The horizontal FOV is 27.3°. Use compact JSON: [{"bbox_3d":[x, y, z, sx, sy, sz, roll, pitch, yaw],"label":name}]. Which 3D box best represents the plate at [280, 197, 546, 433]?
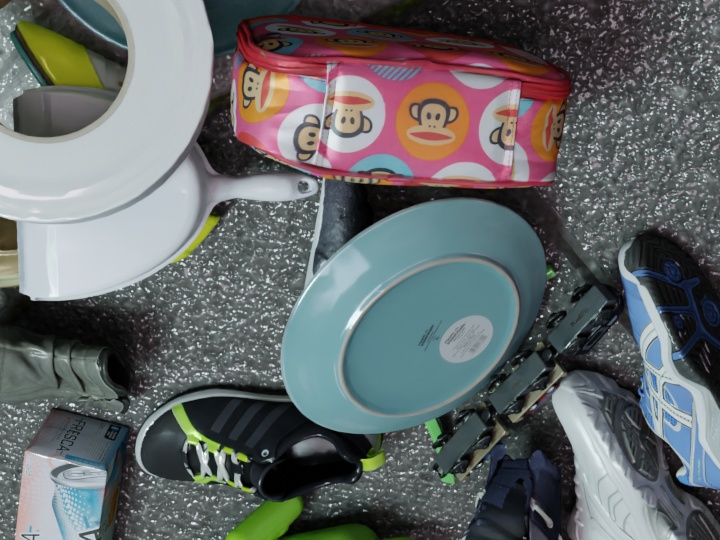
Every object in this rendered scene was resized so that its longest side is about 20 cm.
[{"bbox_3d":[0.043,0.040,0.995,0.200,0.026,0.200,-16,131,-19],"label":"plate"}]

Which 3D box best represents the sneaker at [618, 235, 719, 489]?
[{"bbox_3d":[0.220,0.071,1.029,0.077,0.076,0.200,-17,102,45],"label":"sneaker"}]

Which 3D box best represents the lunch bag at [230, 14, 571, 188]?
[{"bbox_3d":[0.019,-0.107,0.916,0.200,0.176,0.082,5,105,-10],"label":"lunch bag"}]

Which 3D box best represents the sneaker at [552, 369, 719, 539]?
[{"bbox_3d":[0.182,0.166,1.086,0.099,0.078,0.200,-23,104,36],"label":"sneaker"}]

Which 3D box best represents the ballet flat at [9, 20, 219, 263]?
[{"bbox_3d":[-0.161,-0.096,1.016,0.067,0.067,0.200,-30,113,-1],"label":"ballet flat"}]

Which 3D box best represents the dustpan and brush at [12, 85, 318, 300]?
[{"bbox_3d":[-0.124,-0.053,0.983,0.200,0.057,0.140,-1,97,-8],"label":"dustpan and brush"}]

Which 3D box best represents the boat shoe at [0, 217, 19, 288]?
[{"bbox_3d":[-0.314,-0.039,1.054,0.200,0.073,0.063,13,121,2],"label":"boat shoe"}]

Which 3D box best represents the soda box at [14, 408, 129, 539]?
[{"bbox_3d":[-0.235,0.213,1.178,0.068,0.064,0.200,13,119,2],"label":"soda box"}]

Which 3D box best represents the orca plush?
[{"bbox_3d":[0.000,0.000,1.023,0.071,0.105,0.200,7,96,-6],"label":"orca plush"}]

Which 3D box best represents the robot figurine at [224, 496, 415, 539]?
[{"bbox_3d":[-0.046,0.263,1.144,0.200,0.116,0.176,-14,113,16],"label":"robot figurine"}]

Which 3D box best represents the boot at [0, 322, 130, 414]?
[{"bbox_3d":[-0.236,0.057,1.053,0.131,0.200,0.068,3,74,7],"label":"boot"}]

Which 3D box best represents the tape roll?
[{"bbox_3d":[-0.190,-0.127,0.902,0.202,0.071,0.203,0,91,-6],"label":"tape roll"}]

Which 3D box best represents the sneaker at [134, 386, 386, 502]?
[{"bbox_3d":[-0.079,0.132,1.101,0.200,0.083,0.072,-8,115,12],"label":"sneaker"}]

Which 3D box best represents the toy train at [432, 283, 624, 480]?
[{"bbox_3d":[0.117,0.081,1.047,0.200,0.046,0.034,-51,62,29],"label":"toy train"}]

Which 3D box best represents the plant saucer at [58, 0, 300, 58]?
[{"bbox_3d":[-0.118,-0.234,0.946,0.200,0.036,0.200,4,117,7],"label":"plant saucer"}]

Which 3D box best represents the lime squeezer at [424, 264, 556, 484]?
[{"bbox_3d":[0.072,0.074,1.075,0.071,0.038,0.200,21,117,-3],"label":"lime squeezer"}]

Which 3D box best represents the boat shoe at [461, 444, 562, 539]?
[{"bbox_3d":[0.131,0.198,1.100,0.075,0.093,0.200,10,158,20],"label":"boat shoe"}]
